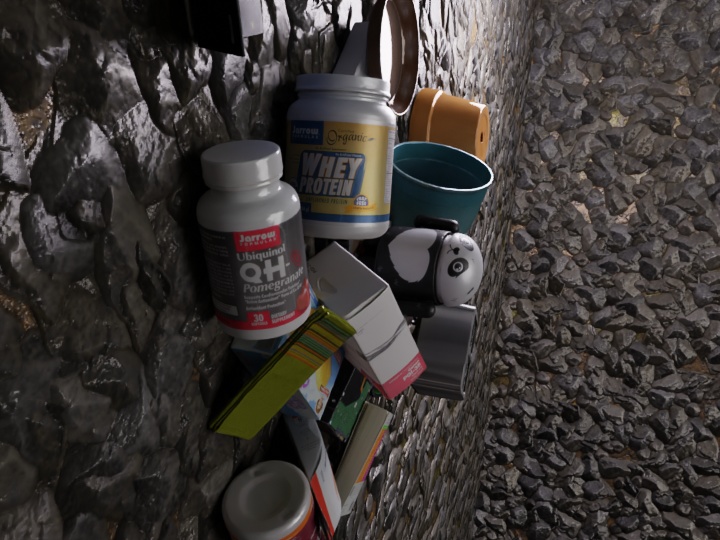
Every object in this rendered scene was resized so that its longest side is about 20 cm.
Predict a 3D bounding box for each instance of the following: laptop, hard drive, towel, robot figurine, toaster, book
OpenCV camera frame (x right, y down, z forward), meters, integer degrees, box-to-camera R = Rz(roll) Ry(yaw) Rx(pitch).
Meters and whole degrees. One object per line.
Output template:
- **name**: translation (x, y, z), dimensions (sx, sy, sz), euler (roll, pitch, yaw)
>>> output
- **laptop**: translation (-0.115, -0.311, 0.620), dimensions (0.200, 0.103, 0.178), euler (-48, 141, -56)
- **hard drive**: translation (-0.011, 0.186, 1.106), dimensions (0.200, 0.038, 0.140), euler (-65, 158, -19)
- **towel**: translation (-0.091, 0.131, 0.785), dimensions (0.200, 0.018, 0.086), euler (-46, 143, 3)
- **robot figurine**: translation (0.098, -0.009, 1.047), dimensions (0.125, 0.200, 0.151), euler (-24, 119, -63)
- **toaster**: translation (0.164, 0.156, 1.298), dimensions (0.200, 0.118, 0.181), euler (58, 42, -67)
- **book**: translation (0.001, 0.347, 1.174), dimensions (0.200, 0.048, 0.134), euler (-65, 163, -12)

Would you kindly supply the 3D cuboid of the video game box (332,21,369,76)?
- **video game box**: translation (0.003, -0.260, 1.029), dimensions (0.182, 0.047, 0.200), euler (63, 39, -52)

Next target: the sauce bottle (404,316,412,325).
- **sauce bottle**: translation (0.068, 0.079, 1.222), dimensions (0.200, 0.066, 0.066), euler (-64, 157, -77)

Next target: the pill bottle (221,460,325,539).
- **pill bottle**: translation (-0.107, 0.360, 0.857), dimensions (0.114, 0.114, 0.200), euler (-59, 149, -46)

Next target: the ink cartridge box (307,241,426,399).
- **ink cartridge box**: translation (0.002, 0.075, 0.945), dimensions (0.083, 0.146, 0.200), euler (-38, 134, -13)

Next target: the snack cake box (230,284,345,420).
- **snack cake box**: translation (-0.092, 0.109, 0.877), dimensions (0.200, 0.067, 0.115), euler (68, 35, -52)

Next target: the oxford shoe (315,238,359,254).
- **oxford shoe**: translation (-0.024, -0.110, 0.984), dimensions (0.084, 0.073, 0.200), euler (-44, 149, -62)

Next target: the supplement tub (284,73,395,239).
- **supplement tub**: translation (-0.028, -0.148, 0.846), dimensions (0.145, 0.144, 0.200), euler (-22, 117, -67)

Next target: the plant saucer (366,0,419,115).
- **plant saucer**: translation (0.051, -0.349, 1.021), dimensions (0.200, 0.034, 0.201), euler (5, 90, -70)

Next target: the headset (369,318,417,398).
- **headset**: translation (0.056, 0.164, 1.314), dimensions (0.200, 0.094, 0.124), euler (-51, 150, -29)

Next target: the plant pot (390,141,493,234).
- **plant pot**: translation (0.131, -0.121, 1.237), dimensions (0.200, 0.200, 0.188), euler (-52, 159, -53)

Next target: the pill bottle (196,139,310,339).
- **pill bottle**: translation (-0.117, -0.034, 0.700), dimensions (0.111, 0.111, 0.200), euler (-51, 143, -54)

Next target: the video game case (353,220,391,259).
- **video game case**: translation (0.000, 0.000, 1.124), dimensions (0.181, 0.036, 0.200), euler (7, 91, -68)

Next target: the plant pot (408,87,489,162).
- **plant pot**: translation (0.200, -0.295, 1.403), dimensions (0.200, 0.140, 0.201), euler (7, 90, -68)

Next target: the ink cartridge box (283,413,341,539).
- **ink cartridge box**: translation (-0.049, 0.316, 0.924), dimensions (0.050, 0.200, 0.162), euler (-22, 130, -14)
